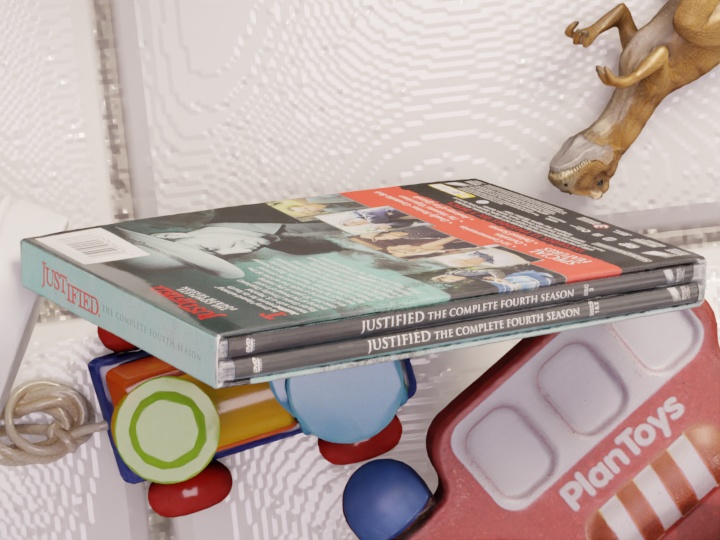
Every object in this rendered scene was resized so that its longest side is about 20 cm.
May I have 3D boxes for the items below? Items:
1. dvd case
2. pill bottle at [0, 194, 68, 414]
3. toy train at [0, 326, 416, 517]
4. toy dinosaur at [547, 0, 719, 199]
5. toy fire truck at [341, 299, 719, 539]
[{"bbox_3d":[0.000,0.000,0.897,0.199,0.146,0.022,-7,107,-33],"label":"dvd case"},{"bbox_3d":[-0.215,-0.015,0.940,0.199,0.112,0.113,21,93,-4],"label":"pill bottle"},{"bbox_3d":[-0.077,0.056,0.950,0.199,0.116,0.085,-17,94,-2],"label":"toy train"},{"bbox_3d":[0.144,-0.108,0.988,0.200,0.060,0.106,-34,119,5],"label":"toy dinosaur"},{"bbox_3d":[0.082,0.112,0.960,0.200,0.112,0.168,-40,98,0],"label":"toy fire truck"}]
